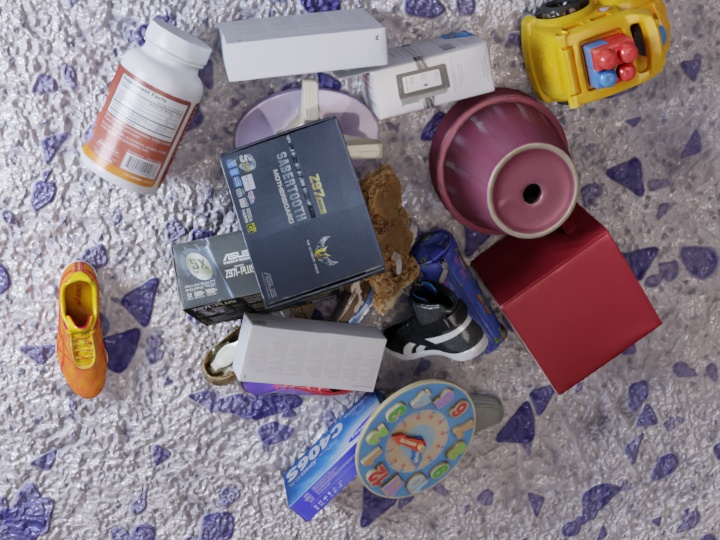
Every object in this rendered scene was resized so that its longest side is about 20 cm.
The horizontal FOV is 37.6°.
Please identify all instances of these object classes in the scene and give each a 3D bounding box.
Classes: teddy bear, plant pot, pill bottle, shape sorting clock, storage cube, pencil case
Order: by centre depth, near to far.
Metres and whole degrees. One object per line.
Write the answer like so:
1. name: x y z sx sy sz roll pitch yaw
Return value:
1. pill bottle: -0.268 -0.209 1.345 0.111 0.112 0.202 24 103 -18
2. teddy bear: 0.026 -0.040 1.401 0.146 0.066 0.201 -58 142 -27
3. plant pot: 0.206 -0.132 1.430 0.197 0.179 0.203 -4 110 -10
4. storage cube: 0.288 0.030 1.510 0.179 0.171 0.201 -35 113 5
5. shape sorting clock: 0.082 0.246 1.524 0.197 0.039 0.203 -13 124 -19
6. pencil case: 0.140 0.037 1.528 0.077 0.087 0.201 -33 113 -2

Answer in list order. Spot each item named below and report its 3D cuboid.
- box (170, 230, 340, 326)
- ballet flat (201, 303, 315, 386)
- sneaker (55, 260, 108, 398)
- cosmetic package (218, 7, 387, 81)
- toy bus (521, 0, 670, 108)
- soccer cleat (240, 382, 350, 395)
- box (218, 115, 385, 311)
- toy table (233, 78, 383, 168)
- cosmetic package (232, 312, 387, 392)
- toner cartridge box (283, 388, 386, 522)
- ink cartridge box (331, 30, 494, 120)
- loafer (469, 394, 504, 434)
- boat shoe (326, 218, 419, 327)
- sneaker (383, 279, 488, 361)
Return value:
1. box: -0.134 0.003 1.401 0.197 0.164 0.088 -12 80 2
2. ballet flat: -0.146 0.095 1.498 0.200 0.065 0.071 -43 81 4
3. sneaker: -0.388 0.089 1.450 0.072 0.077 0.203 -6 113 -10
4. cosmetic package: -0.076 -0.287 1.332 0.197 0.151 0.052 -7 111 -8
5. toy bus: 0.334 -0.294 1.389 0.197 0.192 0.137 -19 111 -5
6. soccer cleat: -0.075 0.153 1.535 0.197 0.073 0.069 -5 111 -10
7. box: -0.071 -0.069 1.298 0.155 0.051 0.203 -17 84 -3
8. toy table: -0.065 -0.169 1.397 0.197 0.117 0.186 -15 112 -4
9. cosmetic package: -0.069 0.112 1.444 0.197 0.051 0.084 8 106 -23
10. toner cartridge box: -0.030 0.273 1.577 0.200 0.095 0.043 -45 112 6
11. ink cartridge box: 0.064 -0.254 1.391 0.197 0.116 0.069 -14 111 -5
12. loafer: 0.127 0.239 1.608 0.197 0.070 0.071 -13 112 -6
13. boat shoe: 0.000 0.000 1.502 0.072 0.072 0.201 33 91 -15
14. sneaker: 0.086 0.062 1.483 0.073 0.199 0.113 -45 115 -31
